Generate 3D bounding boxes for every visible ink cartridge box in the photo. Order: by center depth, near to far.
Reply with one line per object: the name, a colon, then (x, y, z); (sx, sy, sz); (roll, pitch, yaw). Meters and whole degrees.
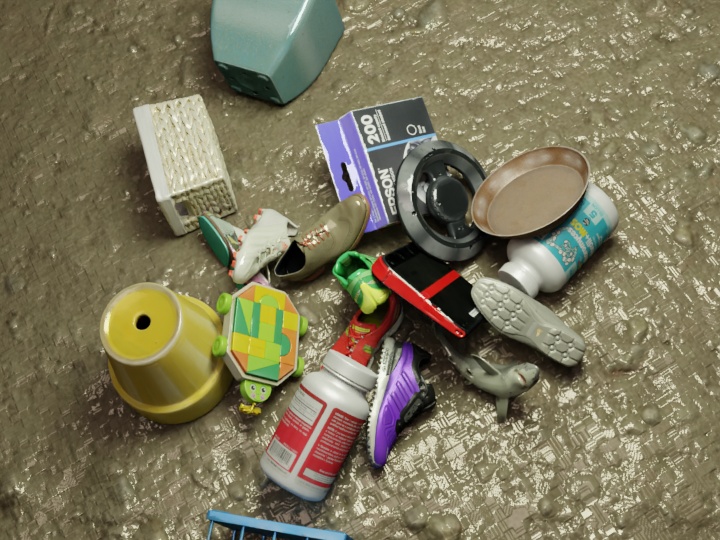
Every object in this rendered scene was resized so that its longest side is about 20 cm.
ink cartridge box: (0.046, -0.176, 1.500); (0.197, 0.043, 0.201); (-17, 83, -23)

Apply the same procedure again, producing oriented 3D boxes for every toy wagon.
toy wagon: (-0.154, 0.123, 1.408); (0.154, 0.039, 0.203); (19, 61, -32)

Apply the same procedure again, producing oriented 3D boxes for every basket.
basket: (-0.300, -0.187, 1.566); (0.122, 0.136, 0.202); (-19, 65, -4)

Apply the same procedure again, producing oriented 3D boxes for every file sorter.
file sorter: (-0.115, 0.420, 1.267); (0.197, 0.139, 0.125); (6, 70, 10)

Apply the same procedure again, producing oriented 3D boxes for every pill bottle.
pill bottle: (-0.057, 0.225, 1.333); (0.111, 0.112, 0.202); (29, 90, 19)
pill bottle: (0.308, -0.043, 1.434); (0.111, 0.111, 0.200); (40, 77, 22)

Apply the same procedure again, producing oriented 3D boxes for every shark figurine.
shark figurine: (0.196, 0.141, 1.399); (0.089, 0.130, 0.213); (-30, 44, -34)

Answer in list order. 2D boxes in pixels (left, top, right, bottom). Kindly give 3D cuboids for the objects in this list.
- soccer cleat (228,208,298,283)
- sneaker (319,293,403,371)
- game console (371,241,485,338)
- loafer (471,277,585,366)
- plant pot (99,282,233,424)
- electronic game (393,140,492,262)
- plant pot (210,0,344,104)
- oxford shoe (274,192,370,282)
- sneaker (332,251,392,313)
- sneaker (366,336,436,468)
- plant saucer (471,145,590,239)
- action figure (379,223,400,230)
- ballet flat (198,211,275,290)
soccer cleat: (-0.155, -0.040, 1.474); (0.077, 0.070, 0.201); (20, 33, 1)
sneaker: (-0.006, 0.106, 1.421); (0.076, 0.085, 0.201); (27, 71, 20)
game console: (0.113, 0.028, 1.386); (0.176, 0.200, 0.031); (40, 112, 10)
loafer: (0.253, 0.077, 1.385); (0.199, 0.070, 0.070); (36, 99, -3)
plant pot: (-0.309, 0.115, 1.401); (0.197, 0.189, 0.204); (-3, 64, 6)
electronic game: (0.140, -0.114, 1.476); (0.197, 0.041, 0.204); (6, 77, -29)
plant pot: (-0.166, -0.423, 1.630); (0.193, 0.197, 0.203); (19, 77, 15)
oxford shoe: (-0.061, -0.047, 1.450); (0.200, 0.074, 0.071); (-47, 69, 27)
sneaker: (0.000, 0.000, 1.410); (0.074, 0.200, 0.084); (-37, 106, 0)
sneaker: (0.066, 0.204, 1.378); (0.098, 0.070, 0.203); (11, 70, 3)
plant saucer: (0.271, -0.116, 1.425); (0.198, 0.035, 0.202); (-23, 36, 17)
action figure: (0.018, -0.178, 1.541); (0.064, 0.100, 0.201); (-17, 60, -25)
ballet flat: (-0.200, -0.022, 1.522); (0.070, 0.069, 0.201); (-24, 68, -24)
